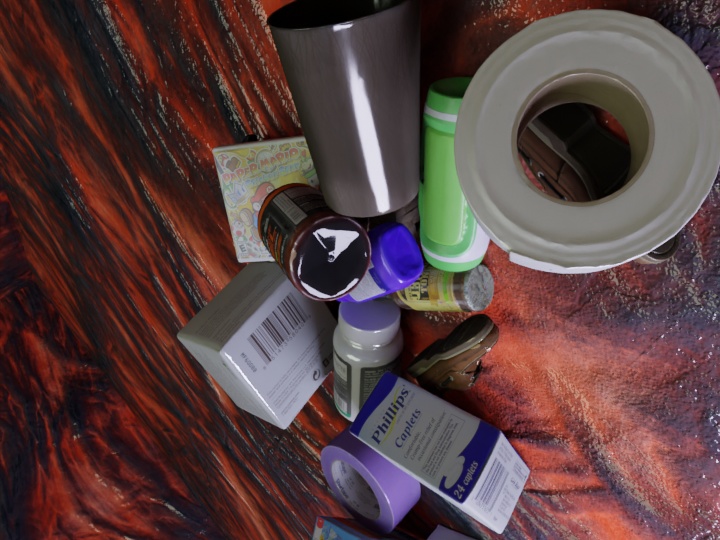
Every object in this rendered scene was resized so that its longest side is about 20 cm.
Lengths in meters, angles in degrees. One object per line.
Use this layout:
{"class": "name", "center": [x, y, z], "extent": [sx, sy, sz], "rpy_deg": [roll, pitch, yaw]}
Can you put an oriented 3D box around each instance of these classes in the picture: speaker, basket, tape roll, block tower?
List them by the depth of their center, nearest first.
{"class": "tape roll", "center": [0.177, -0.099, 0.460], "extent": [0.198, 0.071, 0.207], "rpy_deg": [-1, 87, 15]}
{"class": "basket", "center": [0.000, -0.172, 0.581], "extent": [0.134, 0.181, 0.203], "rpy_deg": [14, 133, 29]}
{"class": "speaker", "center": [0.109, -0.103, 0.624], "extent": [0.088, 0.088, 0.203], "rpy_deg": [26, 133, 35]}
{"class": "block tower", "center": [0.037, -0.116, 0.725], "extent": [0.053, 0.057, 0.203], "rpy_deg": [13, 126, 44]}
{"class": "tape roll", "center": [0.017, 0.404, 1.095], "extent": [0.198, 0.084, 0.203], "rpy_deg": [28, 134, 34]}

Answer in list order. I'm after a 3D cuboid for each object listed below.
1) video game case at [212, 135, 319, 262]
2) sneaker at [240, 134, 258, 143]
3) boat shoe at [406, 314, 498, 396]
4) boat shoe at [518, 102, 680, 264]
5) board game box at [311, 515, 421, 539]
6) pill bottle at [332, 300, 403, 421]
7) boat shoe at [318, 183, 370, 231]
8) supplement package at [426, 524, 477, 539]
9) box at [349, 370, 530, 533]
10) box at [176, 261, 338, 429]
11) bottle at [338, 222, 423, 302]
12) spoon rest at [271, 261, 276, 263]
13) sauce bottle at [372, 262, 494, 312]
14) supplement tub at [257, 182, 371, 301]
{"class": "video game case", "center": [-0.116, -0.105, 0.847], "extent": [0.196, 0.023, 0.186], "rpy_deg": [-2, 111, 18]}
{"class": "sneaker", "center": [-0.128, -0.132, 0.894], "extent": [0.199, 0.070, 0.078], "rpy_deg": [40, 123, 7]}
{"class": "boat shoe", "center": [0.137, 0.121, 0.761], "extent": [0.068, 0.072, 0.200], "rpy_deg": [46, 151, 3]}
{"class": "boat shoe", "center": [0.216, -0.087, 0.530], "extent": [0.202, 0.071, 0.068], "rpy_deg": [58, 162, 13]}
{"class": "board game box", "center": [0.037, 0.547, 1.096], "extent": [0.198, 0.194, 0.057], "rpy_deg": [-2, 69, 50]}
{"class": "pill bottle", "center": [0.012, 0.138, 0.885], "extent": [0.112, 0.112, 0.203], "rpy_deg": [31, 136, 32]}
{"class": "boat shoe", "center": [-0.017, -0.107, 0.767], "extent": [0.072, 0.075, 0.203], "rpy_deg": [33, 140, 51]}
{"class": "supplement package", "center": [0.150, 0.573, 0.959], "extent": [0.154, 0.199, 0.113], "rpy_deg": [-4, 113, 50]}
{"class": "box", "center": [0.116, 0.256, 0.794], "extent": [0.198, 0.106, 0.184], "rpy_deg": [20, 159, 39]}
{"class": "box", "center": [-0.165, 0.123, 0.978], "extent": [0.170, 0.199, 0.202], "rpy_deg": [6, 135, 47]}
{"class": "bottle", "center": [0.000, 0.000, 0.752], "extent": [0.199, 0.065, 0.085], "rpy_deg": [-24, 93, 56]}
{"class": "spoon rest", "center": [-0.149, -0.047, 0.988], "extent": [0.198, 0.060, 0.101], "rpy_deg": [15, 126, 44]}
{"class": "sauce bottle", "center": [0.084, 0.023, 0.759], "extent": [0.198, 0.064, 0.066], "rpy_deg": [-5, 112, 49]}
{"class": "supplement tub", "center": [-0.069, -0.047, 0.706], "extent": [0.200, 0.105, 0.109], "rpy_deg": [-137, 32, -58]}
